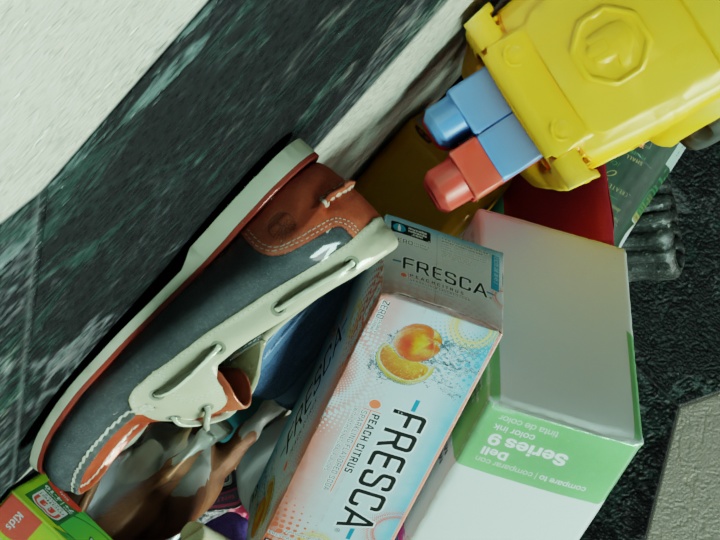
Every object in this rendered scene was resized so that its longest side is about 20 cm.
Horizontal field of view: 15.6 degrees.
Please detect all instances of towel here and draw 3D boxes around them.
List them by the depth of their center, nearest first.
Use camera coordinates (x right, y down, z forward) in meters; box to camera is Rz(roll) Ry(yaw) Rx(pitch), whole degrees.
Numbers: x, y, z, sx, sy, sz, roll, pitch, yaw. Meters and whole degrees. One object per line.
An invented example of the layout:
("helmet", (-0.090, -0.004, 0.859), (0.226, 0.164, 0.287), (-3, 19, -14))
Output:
("towel", (-0.020, 0.018, 1.335), (0.112, 0.049, 0.200), (-49, 161, 3))

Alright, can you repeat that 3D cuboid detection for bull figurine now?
("bull figurine", (-0.103, 0.102, 1.412), (0.121, 0.065, 0.200), (-49, 176, 13))

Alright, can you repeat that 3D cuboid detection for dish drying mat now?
("dish drying mat", (0.107, -0.067, 1.459), (0.077, 0.018, 0.200), (-39, -142, 34))

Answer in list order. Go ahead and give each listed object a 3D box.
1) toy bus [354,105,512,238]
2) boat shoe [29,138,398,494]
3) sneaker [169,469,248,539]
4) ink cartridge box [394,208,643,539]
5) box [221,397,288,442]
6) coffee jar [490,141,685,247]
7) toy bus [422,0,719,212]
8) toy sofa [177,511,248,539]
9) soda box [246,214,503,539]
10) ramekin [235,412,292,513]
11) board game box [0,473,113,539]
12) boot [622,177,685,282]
("toy bus", (0.000, 0.000, 1.481), (0.200, 0.065, 0.078), (-49, 176, 26))
("boat shoe", (-0.067, 0.032, 1.127), (0.200, 0.063, 0.071), (-47, 178, 21))
("sneaker", (-0.154, 0.188, 1.655), (0.200, 0.075, 0.081), (-46, 176, -12))
("ink cartridge box", (0.063, 0.093, 1.349), (0.145, 0.087, 0.200), (-89, -161, -48))
("box", (-0.110, 0.115, 1.568), (0.200, 0.049, 0.082), (-44, 174, -35))
("coffee jar", (0.113, -0.035, 1.543), (0.200, 0.104, 0.085), (-61, 180, -4))
("toy bus", (0.111, -0.098, 1.349), (0.192, 0.136, 0.200), (-34, 179, 3))
("toy sofa", (-0.143, 0.191, 1.348), (0.200, 0.098, 0.083), (-26, 149, 16))
("soda box", (0.005, 0.073, 1.283), (0.068, 0.064, 0.200), (-86, -162, -53))
("ramekin", (0.029, 0.149, 1.558), (0.202, 0.094, 0.202), (-6, 152, -3))
("board game box", (-0.119, 0.204, 1.257), (0.102, 0.200, 0.048), (-48, 175, 13))
("boot", (0.123, 0.014, 1.623), (0.158, 0.211, 0.079), (-4, -178, 3))
